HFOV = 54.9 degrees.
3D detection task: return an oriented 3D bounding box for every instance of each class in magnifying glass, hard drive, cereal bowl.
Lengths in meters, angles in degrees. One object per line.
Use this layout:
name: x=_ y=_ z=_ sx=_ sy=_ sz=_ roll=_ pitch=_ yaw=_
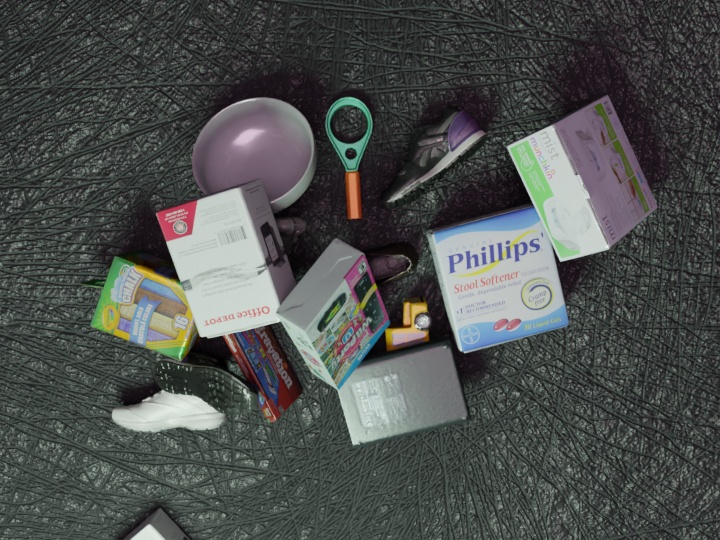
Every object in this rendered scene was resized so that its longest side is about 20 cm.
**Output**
magnifying glass: x=-0.015 y=-0.187 z=1.158 sx=0.079 sy=0.022 sz=0.201 roll=-3 pitch=97 yaw=1
hard drive: x=0.068 y=0.199 z=1.131 sx=0.199 sy=0.033 sz=0.140 roll=-15 pitch=96 yaw=7
cereal bowl: x=-0.163 y=-0.172 z=1.115 sx=0.199 sy=0.083 sz=0.201 roll=-3 pitch=71 yaw=8

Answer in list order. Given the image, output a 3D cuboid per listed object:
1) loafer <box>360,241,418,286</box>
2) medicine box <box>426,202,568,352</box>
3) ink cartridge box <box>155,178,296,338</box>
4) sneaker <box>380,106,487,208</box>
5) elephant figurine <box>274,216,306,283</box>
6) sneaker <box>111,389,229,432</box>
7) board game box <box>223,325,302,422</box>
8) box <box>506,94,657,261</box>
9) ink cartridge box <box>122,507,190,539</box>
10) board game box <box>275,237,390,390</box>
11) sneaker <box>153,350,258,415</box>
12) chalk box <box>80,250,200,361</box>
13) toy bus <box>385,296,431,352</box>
loafer: x=0.000 y=0.000 z=1.154 sx=0.199 sy=0.071 sz=0.073 roll=-21 pitch=96 yaw=3
medicine box: x=0.221 y=0.008 z=1.135 sx=0.181 sy=0.103 sz=0.201 roll=-15 pitch=97 yaw=3
ink cartridge box: x=-0.192 y=-0.017 z=1.029 sx=0.145 sy=0.083 sz=0.201 roll=-13 pitch=102 yaw=19
sneaker: x=0.102 y=-0.186 z=1.132 sx=0.200 sy=0.076 sz=0.088 roll=-38 pitch=81 yaw=0
elephant figurine: x=-0.154 y=0.014 z=1.127 sx=0.141 sy=0.155 sz=0.201 roll=-5 pitch=99 yaw=-33
sneaker: x=-0.327 y=0.234 z=1.198 sx=0.199 sy=0.075 sz=0.088 roll=-3 pitch=85 yaw=-5
board game box: x=-0.169 y=0.142 z=1.160 sx=0.019 sy=0.103 sz=0.201 roll=-24 pitch=96 yaw=25
box: x=0.347 y=-0.143 z=1.072 sx=0.176 sy=0.097 sz=0.201 roll=-32 pitch=98 yaw=-37
ink cartridge box: x=-0.337 y=0.540 z=1.226 sx=0.115 sy=0.068 sz=0.200 roll=-40 pitch=94 yaw=5
board game box: x=-0.035 y=0.071 z=1.055 sx=0.064 sy=0.200 sz=0.148 roll=28 pitch=68 yaw=28
sneaker: x=-0.238 y=0.171 z=1.144 sx=0.199 sy=0.087 sz=0.076 roll=14 pitch=114 yaw=26
chalk box: x=-0.352 y=0.044 z=1.141 sx=0.199 sy=0.124 sz=0.124 roll=23 pitch=97 yaw=-3
toy bus: x=0.084 y=0.149 z=1.174 sx=0.078 sy=0.065 sz=0.201 roll=-3 pitch=97 yaw=3
